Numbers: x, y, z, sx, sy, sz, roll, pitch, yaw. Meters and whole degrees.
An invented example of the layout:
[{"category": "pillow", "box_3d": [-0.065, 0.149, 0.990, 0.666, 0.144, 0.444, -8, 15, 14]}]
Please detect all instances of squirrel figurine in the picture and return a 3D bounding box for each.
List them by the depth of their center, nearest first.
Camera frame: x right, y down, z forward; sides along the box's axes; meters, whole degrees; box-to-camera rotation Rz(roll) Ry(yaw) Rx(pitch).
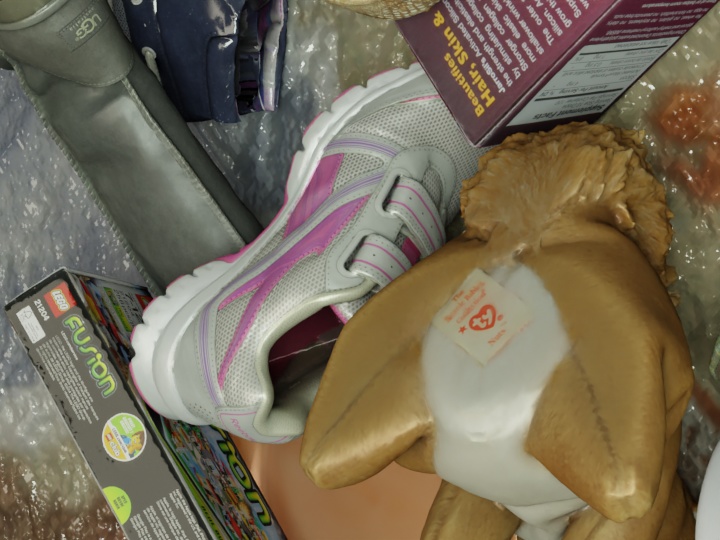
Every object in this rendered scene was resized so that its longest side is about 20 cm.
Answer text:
[{"category": "squirrel figurine", "box_3d": [0.089, 0.050, 0.985, 0.141, 0.187, 0.201, -5, 58, 28]}]

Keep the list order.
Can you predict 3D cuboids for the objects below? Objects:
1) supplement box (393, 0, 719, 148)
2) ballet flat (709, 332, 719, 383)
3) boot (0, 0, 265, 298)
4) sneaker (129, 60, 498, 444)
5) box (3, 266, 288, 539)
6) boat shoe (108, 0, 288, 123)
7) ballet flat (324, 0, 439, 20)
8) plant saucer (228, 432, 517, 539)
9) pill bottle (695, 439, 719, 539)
[{"category": "supplement box", "box_3d": [0.099, -0.154, 0.982, 0.200, 0.085, 0.111, -45, 68, 35]}, {"category": "ballet flat", "box_3d": [0.203, -0.025, 0.934, 0.200, 0.071, 0.071, -41, 70, 38]}, {"category": "boot", "box_3d": [-0.118, -0.064, 1.134, 0.200, 0.073, 0.182, 51, 169, -29]}, {"category": "sneaker", "box_3d": [0.000, 0.000, 1.049, 0.200, 0.081, 0.088, -49, 43, -6]}, {"category": "box", "box_3d": [-0.078, 0.096, 1.100, 0.035, 0.110, 0.201, -32, 79, 10]}, {"category": "boat shoe", "box_3d": [-0.075, -0.161, 1.147, 0.092, 0.075, 0.201, 14, 115, 34]}, {"category": "ballet flat", "box_3d": [0.051, -0.144, 0.924, 0.200, 0.065, 0.071, -31, 77, 39]}, {"category": "plant saucer", "box_3d": [0.003, 0.106, 1.138, 0.199, 0.037, 0.201, 8, 102, 41]}, {"category": "pill bottle", "box_3d": [0.230, 0.093, 0.890, 0.199, 0.114, 0.115, -11, 90, 42]}]
